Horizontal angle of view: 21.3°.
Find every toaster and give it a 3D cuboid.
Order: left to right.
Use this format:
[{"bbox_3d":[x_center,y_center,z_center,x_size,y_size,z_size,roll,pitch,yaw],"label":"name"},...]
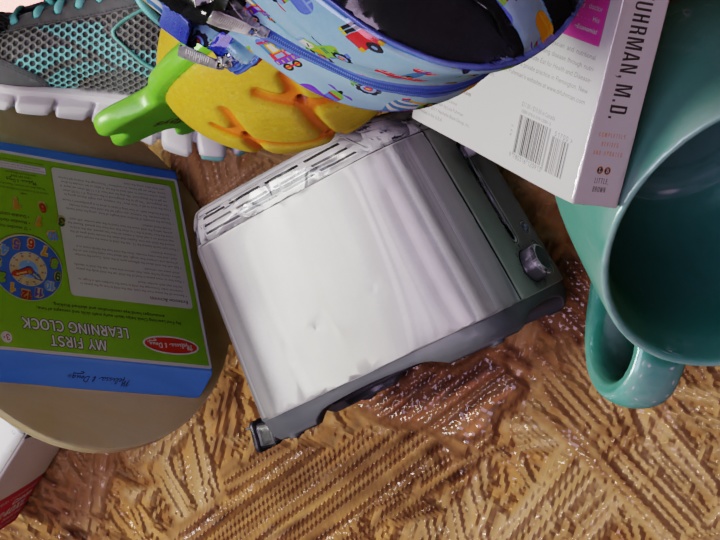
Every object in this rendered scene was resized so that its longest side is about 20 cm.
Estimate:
[{"bbox_3d":[0.000,0.000,1.001,0.199,0.113,0.130,-27,86,30],"label":"toaster"}]

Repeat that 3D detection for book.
[{"bbox_3d":[0.088,-0.144,0.834,0.133,0.048,0.202,35,117,55],"label":"book"}]

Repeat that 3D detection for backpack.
[{"bbox_3d":[-0.002,-0.152,0.774,0.199,0.183,0.135,36,147,-2],"label":"backpack"}]

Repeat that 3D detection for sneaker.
[{"bbox_3d":[-0.144,-0.128,1.032,0.198,0.078,0.092,12,111,-11],"label":"sneaker"}]

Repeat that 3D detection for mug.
[{"bbox_3d":[0.152,-0.041,0.890,0.184,0.115,0.152,-34,130,13],"label":"mug"}]

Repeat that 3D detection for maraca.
[{"bbox_3d":[-0.046,-0.106,0.929,0.199,0.136,0.108,-28,78,43],"label":"maraca"}]

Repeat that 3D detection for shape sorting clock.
[{"bbox_3d":[-0.154,0.002,1.027,0.039,0.199,0.201,-36,85,41],"label":"shape sorting clock"}]

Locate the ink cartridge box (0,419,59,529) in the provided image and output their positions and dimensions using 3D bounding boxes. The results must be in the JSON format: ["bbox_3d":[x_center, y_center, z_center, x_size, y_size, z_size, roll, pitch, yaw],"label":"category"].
[{"bbox_3d":[-0.231,0.044,1.136,0.145,0.083,0.201,40,115,12],"label":"ink cartridge box"}]

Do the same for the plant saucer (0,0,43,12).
[{"bbox_3d":[-0.270,-0.176,1.130,0.198,0.037,0.202,-24,92,28],"label":"plant saucer"}]
